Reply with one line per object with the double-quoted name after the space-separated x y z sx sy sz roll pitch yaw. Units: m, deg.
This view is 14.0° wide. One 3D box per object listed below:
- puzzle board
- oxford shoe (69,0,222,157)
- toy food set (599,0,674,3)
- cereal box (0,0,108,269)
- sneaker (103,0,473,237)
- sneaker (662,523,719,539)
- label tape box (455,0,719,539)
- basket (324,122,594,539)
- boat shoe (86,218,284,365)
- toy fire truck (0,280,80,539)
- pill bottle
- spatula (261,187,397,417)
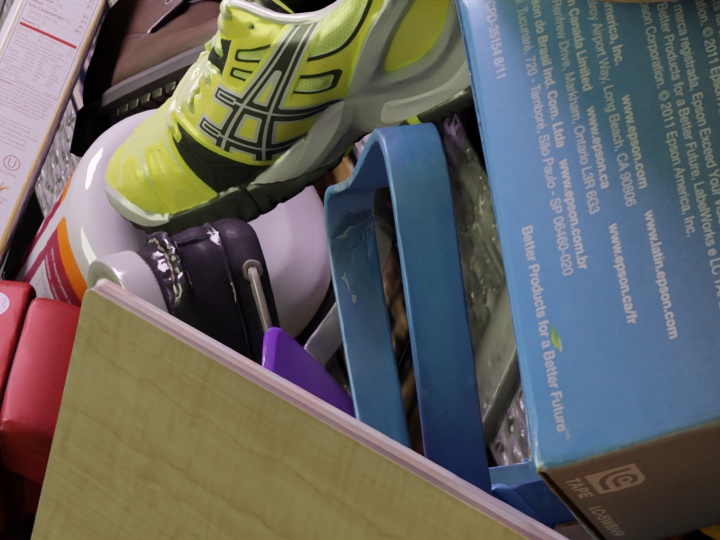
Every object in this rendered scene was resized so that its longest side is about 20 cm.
-0.007 0.109 0.784 0.199 0.017 0.151 28 120 24 "puzzle board"
-0.074 -0.095 1.228 0.200 0.072 0.085 -7 74 65 "oxford shoe"
0.105 -0.137 0.736 0.049 0.199 0.198 61 180 -31 "toy food set"
-0.158 -0.035 1.232 0.144 0.039 0.201 122 168 -54 "cereal box"
-0.027 -0.077 1.042 0.200 0.076 0.076 -29 29 37 "sneaker"
0.112 0.042 0.763 0.078 0.082 0.201 152 122 -61 "sneaker"
0.133 -0.030 0.715 0.199 0.063 0.145 -18 58 17 "label tape box"
0.019 0.064 0.868 0.176 0.138 0.201 124 141 -82 "basket"
-0.039 0.081 1.027 0.074 0.060 0.201 6 114 68 "boat shoe"
-0.099 0.103 1.112 0.177 0.199 0.129 90 -171 -49 "toy fire truck"
-0.096 0.028 1.196 0.200 0.109 0.110 129 140 -52 "pill bottle"
0.000 0.000 1.023 0.020 0.057 0.201 -16 42 37 "spatula"
